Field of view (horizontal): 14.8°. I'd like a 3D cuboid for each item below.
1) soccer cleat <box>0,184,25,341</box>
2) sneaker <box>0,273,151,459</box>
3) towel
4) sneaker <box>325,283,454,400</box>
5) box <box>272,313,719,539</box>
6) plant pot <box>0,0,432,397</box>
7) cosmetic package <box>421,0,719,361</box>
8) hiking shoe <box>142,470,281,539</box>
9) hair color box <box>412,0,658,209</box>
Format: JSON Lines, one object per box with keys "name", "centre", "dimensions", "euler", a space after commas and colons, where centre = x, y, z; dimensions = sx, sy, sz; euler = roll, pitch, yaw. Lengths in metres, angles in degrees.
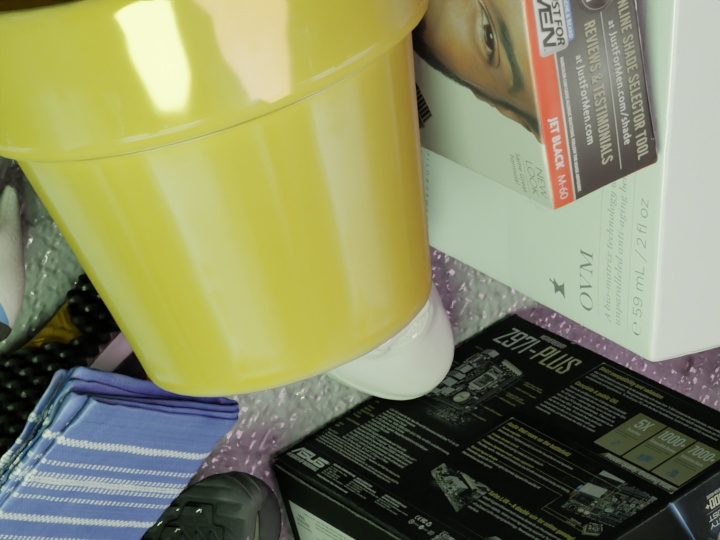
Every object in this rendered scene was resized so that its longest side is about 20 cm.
{"name": "soccer cleat", "centre": [-0.229, -0.020, 1.158], "dimensions": [0.200, 0.070, 0.086], "euler": [15, 75, -38]}
{"name": "sneaker", "centre": [-0.120, 0.066, 1.262], "dimensions": [0.200, 0.070, 0.090], "euler": [-46, 126, -16]}
{"name": "towel", "centre": [-0.148, 0.124, 1.233], "dimensions": [0.200, 0.024, 0.145], "euler": [-49, 156, 13]}
{"name": "sneaker", "centre": [0.000, 0.000, 1.316], "dimensions": [0.075, 0.088, 0.200], "euler": [-47, 129, -15]}
{"name": "box", "centre": [0.083, 0.120, 1.353], "dimensions": [0.164, 0.200, 0.086], "euler": [-30, 122, -25]}
{"name": "plant pot", "centre": [-0.057, -0.058, 1.157], "dimensions": [0.201, 0.201, 0.189], "euler": [-27, 113, -26]}
{"name": "cosmetic package", "centre": [0.123, -0.091, 1.300], "dimensions": [0.123, 0.200, 0.199], "euler": [-12, 114, -31]}
{"name": "hiking shoe", "centre": [-0.060, 0.181, 1.363], "dimensions": [0.101, 0.076, 0.200], "euler": [-12, 124, -43]}
{"name": "hair color box", "centre": [0.040, -0.113, 1.228], "dimensions": [0.064, 0.200, 0.111], "euler": [-26, 121, -27]}
